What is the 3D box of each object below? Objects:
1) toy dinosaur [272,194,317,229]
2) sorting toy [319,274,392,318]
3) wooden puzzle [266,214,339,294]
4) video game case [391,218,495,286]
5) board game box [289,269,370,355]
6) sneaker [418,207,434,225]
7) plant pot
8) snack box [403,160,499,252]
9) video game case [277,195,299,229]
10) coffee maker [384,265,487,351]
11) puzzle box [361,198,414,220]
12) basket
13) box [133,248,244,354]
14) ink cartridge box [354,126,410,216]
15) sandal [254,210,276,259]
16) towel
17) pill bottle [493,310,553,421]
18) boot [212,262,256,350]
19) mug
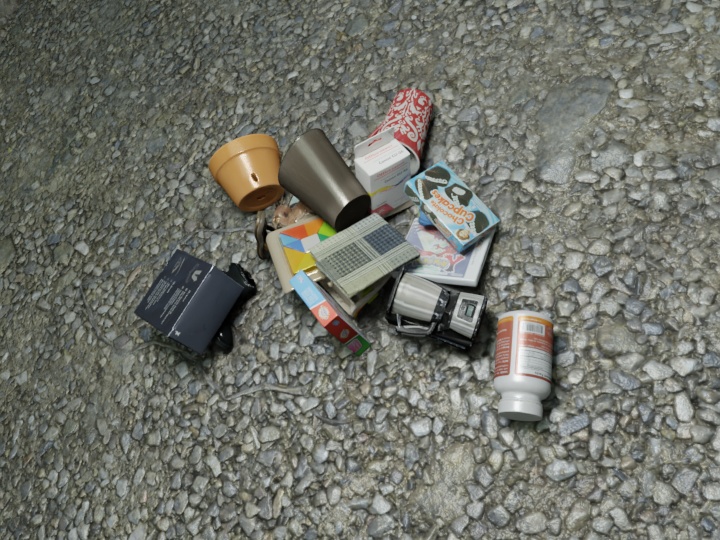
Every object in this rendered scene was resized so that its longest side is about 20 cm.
[{"bbox_3d":[-0.150,-0.152,1.619,0.199,0.086,0.136,-23,52,7],"label":"toy dinosaur"},{"bbox_3d":[0.000,0.000,1.497,0.180,0.107,0.200,-41,57,-7],"label":"sorting toy"},{"bbox_3d":[-0.116,-0.055,1.481,0.199,0.037,0.186,-24,56,-2],"label":"wooden puzzle"},{"bbox_3d":[0.191,-0.047,1.431,0.198,0.023,0.183,5,50,26],"label":"video game case"},{"bbox_3d":[-0.067,0.098,1.412,0.040,0.200,0.153,-41,56,0],"label":"board game box"},{"bbox_3d":[0.190,-0.172,1.493,0.082,0.071,0.200,12,47,8],"label":"sneaker"},{"bbox_3d":[-0.295,-0.254,1.702,0.199,0.200,0.141,-28,74,9],"label":"plant pot"},{"bbox_3d":[0.203,-0.147,1.408,0.116,0.037,0.200,-33,70,-22],"label":"snack box"},{"bbox_3d":[-0.113,-0.173,1.670,0.181,0.023,0.201,14,72,29],"label":"video game case"},{"bbox_3d":[0.166,0.082,1.351,0.198,0.192,0.136,20,96,9],"label":"coffee maker"},{"bbox_3d":[0.022,-0.179,1.575,0.199,0.026,0.133,-26,57,-11],"label":"puzzle box"},{"bbox_3d":[-0.080,-0.199,1.472,0.200,0.135,0.181,48,132,21],"label":"basket"},{"bbox_3d":[-0.428,0.075,1.558,0.199,0.117,0.198,19,74,46],"label":"box"},{"bbox_3d":[0.054,-0.226,1.465,0.116,0.201,0.068,-31,58,-14],"label":"ink cartridge box"},{"bbox_3d":[-0.235,-0.087,1.591,0.054,0.200,0.082,4,63,-3],"label":"sandal"},{"bbox_3d":[0.006,-0.034,1.397,0.199,0.035,0.193,-28,47,-17],"label":"towel"},{"bbox_3d":[0.324,0.191,1.245,0.111,0.112,0.202,0,66,24],"label":"pill bottle"},{"bbox_3d":[-0.335,0.086,1.614,0.162,0.073,0.199,-42,51,4],"label":"boot"},{"bbox_3d":[0.090,-0.357,1.589,0.176,0.134,0.201,11,59,16],"label":"mug"}]
